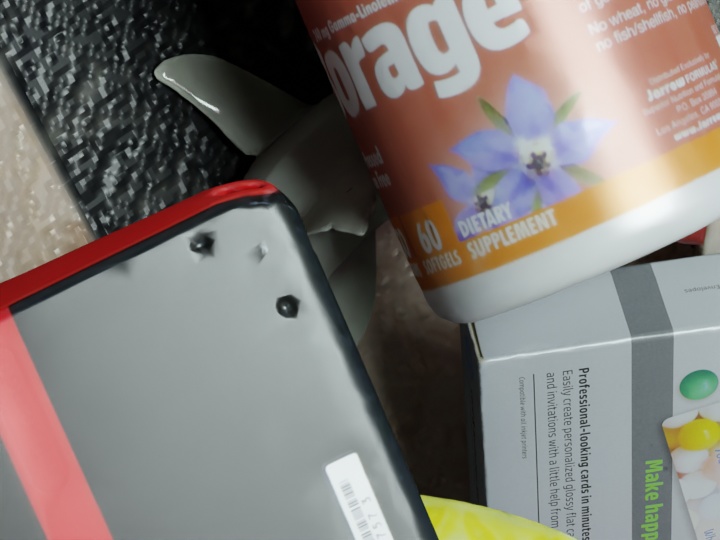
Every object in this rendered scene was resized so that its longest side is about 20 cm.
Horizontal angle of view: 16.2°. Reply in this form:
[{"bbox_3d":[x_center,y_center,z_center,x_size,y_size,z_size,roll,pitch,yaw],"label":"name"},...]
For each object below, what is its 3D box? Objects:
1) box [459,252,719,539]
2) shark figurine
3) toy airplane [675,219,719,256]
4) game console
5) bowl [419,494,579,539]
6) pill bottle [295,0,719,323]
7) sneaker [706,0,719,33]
[{"bbox_3d":[0.136,0.060,0.834,0.199,0.041,0.156,-8,132,-4],"label":"box"},{"bbox_3d":[-0.017,0.011,0.795,0.128,0.089,0.215,27,75,-24],"label":"shark figurine"},{"bbox_3d":[0.152,-0.027,0.885,0.199,0.141,0.200,-46,121,-18],"label":"toy airplane"},{"bbox_3d":[-0.061,0.100,0.630,0.176,0.031,0.201,-25,99,-12],"label":"game console"},{"bbox_3d":[0.000,0.163,0.723,0.200,0.200,0.108,34,43,-31],"label":"bowl"},{"bbox_3d":[0.033,-0.095,0.740,0.112,0.112,0.201,-26,93,-33],"label":"pill bottle"},{"bbox_3d":[0.137,-0.116,0.814,0.105,0.076,0.201,-26,96,-30],"label":"sneaker"}]
